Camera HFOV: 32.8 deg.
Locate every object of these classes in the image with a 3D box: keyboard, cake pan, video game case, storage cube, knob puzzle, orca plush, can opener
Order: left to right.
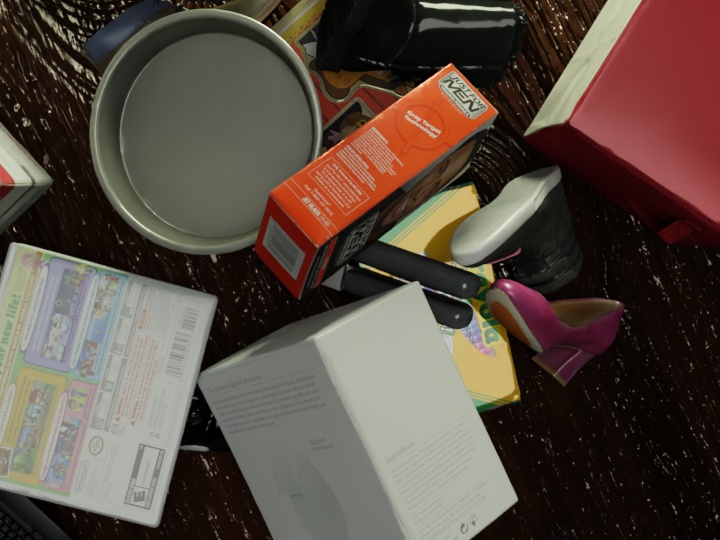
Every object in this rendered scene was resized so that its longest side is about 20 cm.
[{"bbox_3d":[-0.352,0.214,1.067,0.127,0.021,0.200,-37,105,23],"label":"keyboard"},{"bbox_3d":[-0.232,0.096,1.030,0.180,0.022,0.202,15,85,-5],"label":"video game case"},{"bbox_3d":[-0.147,0.140,1.082,0.199,0.071,0.106,34,89,-5],"label":"orca plush"},{"bbox_3d":[-0.126,-0.114,1.022,0.198,0.037,0.202,0,93,8],"label":"cake pan"},{"bbox_3d":[-0.017,-0.141,1.072,0.217,0.030,0.222,0,77,-2],"label":"knob puzzle"},{"bbox_3d":[0.000,0.000,1.031,0.199,0.067,0.054,19,103,24],"label":"can opener"},{"bbox_3d":[0.272,-0.141,1.060,0.179,0.171,0.201,33,89,-5],"label":"storage cube"}]

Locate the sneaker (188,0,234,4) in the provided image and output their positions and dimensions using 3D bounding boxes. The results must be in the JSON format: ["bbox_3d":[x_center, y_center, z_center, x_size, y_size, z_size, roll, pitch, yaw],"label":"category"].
[{"bbox_3d":[-0.174,-0.291,1.046,0.198,0.070,0.091,10,64,12],"label":"sneaker"}]

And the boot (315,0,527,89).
[{"bbox_3d":[0.055,-0.204,0.990,0.161,0.198,0.074,4,75,-10],"label":"boot"}]

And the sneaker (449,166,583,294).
[{"bbox_3d":[0.143,-0.017,1.056,0.070,0.200,0.100,-15,102,32],"label":"sneaker"}]

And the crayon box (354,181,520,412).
[{"bbox_3d":[0.064,0.032,1.103,0.118,0.058,0.202,-13,92,-4],"label":"crayon box"}]

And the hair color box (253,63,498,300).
[{"bbox_3d":[0.012,-0.072,0.980,0.200,0.102,0.061,-39,78,-24],"label":"hair color box"}]

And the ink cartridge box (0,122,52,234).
[{"bbox_3d":[-0.344,-0.097,0.994,0.084,0.200,0.144,-43,95,1],"label":"ink cartridge box"}]

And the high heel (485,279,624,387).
[{"bbox_3d":[0.174,0.031,1.059,0.096,0.067,0.200,-49,140,-2],"label":"high heel"}]

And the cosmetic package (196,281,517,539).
[{"bbox_3d":[-0.008,0.137,1.017,0.123,0.199,0.201,-29,96,-37],"label":"cosmetic package"}]

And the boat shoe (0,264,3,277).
[{"bbox_3d":[-0.296,0.085,1.073,0.066,0.070,0.202,-11,89,-23],"label":"boat shoe"}]

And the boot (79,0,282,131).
[{"bbox_3d":[-0.150,-0.218,1.069,0.200,0.075,0.097,-44,98,0],"label":"boot"}]
